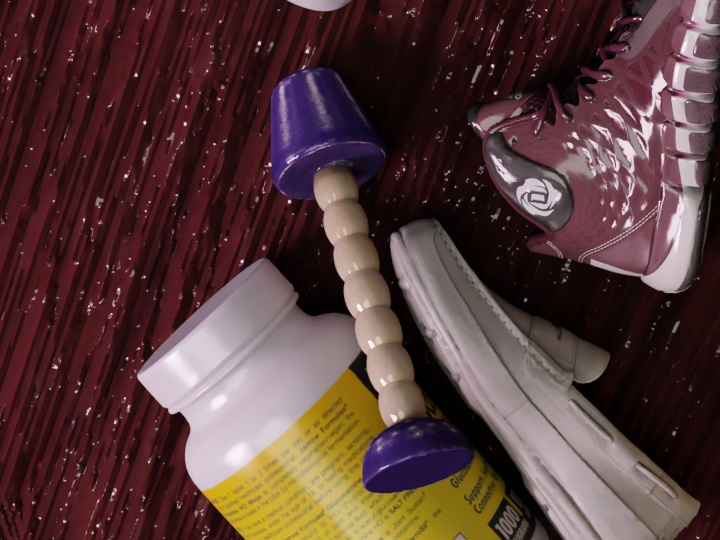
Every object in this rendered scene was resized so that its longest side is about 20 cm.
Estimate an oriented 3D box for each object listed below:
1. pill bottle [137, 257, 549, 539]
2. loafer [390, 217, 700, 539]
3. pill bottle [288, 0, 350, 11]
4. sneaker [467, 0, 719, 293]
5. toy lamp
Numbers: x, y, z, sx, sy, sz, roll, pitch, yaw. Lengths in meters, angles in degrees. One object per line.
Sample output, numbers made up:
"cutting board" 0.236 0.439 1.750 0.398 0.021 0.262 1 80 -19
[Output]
"pill bottle" -0.011 0.095 0.930 0.112 0.112 0.200 -39 97 20
"loafer" 0.086 0.054 0.926 0.070 0.070 0.200 -35 95 -2
"pill bottle" 0.021 -0.212 0.824 0.200 0.113 0.113 -39 97 20
"sneaker" 0.106 -0.090 0.868 0.115 0.076 0.201 8 110 12
"toy lamp" 0.000 0.000 0.881 0.058 0.058 0.201 -22 68 17
